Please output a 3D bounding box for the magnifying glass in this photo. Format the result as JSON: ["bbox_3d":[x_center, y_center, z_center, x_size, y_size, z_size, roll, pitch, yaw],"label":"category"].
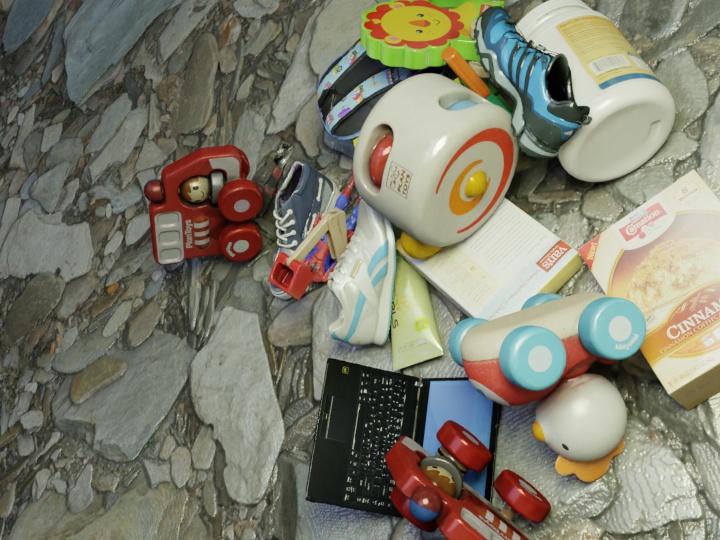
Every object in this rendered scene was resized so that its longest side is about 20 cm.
[{"bbox_3d":[0.166,-0.209,1.061,0.022,0.200,0.080,-43,38,8],"label":"magnifying glass"}]

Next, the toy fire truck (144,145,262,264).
[{"bbox_3d":[-0.245,-0.098,1.299,0.167,0.201,0.112,-10,46,-17],"label":"toy fire truck"}]

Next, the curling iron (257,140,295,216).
[{"bbox_3d":[-0.134,-0.134,1.294,0.200,0.025,0.050,121,173,-58],"label":"curling iron"}]

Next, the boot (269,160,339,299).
[{"bbox_3d":[-0.106,-0.063,1.266,0.072,0.090,0.201,12,76,39],"label":"boot"}]

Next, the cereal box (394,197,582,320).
[{"bbox_3d":[0.156,-0.020,1.056,0.144,0.040,0.200,-43,54,-4],"label":"cereal box"}]

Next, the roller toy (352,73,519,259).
[{"bbox_3d":[0.094,-0.127,1.007,0.200,0.183,0.140,-48,55,-7],"label":"roller toy"}]

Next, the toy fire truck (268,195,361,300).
[{"bbox_3d":[-0.026,-0.041,1.162,0.049,0.141,0.201,28,87,41],"label":"toy fire truck"}]

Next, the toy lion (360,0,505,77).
[{"bbox_3d":[0.099,-0.324,1.104,0.190,0.069,0.201,8,43,9],"label":"toy lion"}]

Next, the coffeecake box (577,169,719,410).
[{"bbox_3d":[0.352,0.019,0.896,0.153,0.073,0.201,-37,51,18],"label":"coffeecake box"}]

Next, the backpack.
[{"bbox_3d":[0.041,-0.262,1.222,0.199,0.134,0.183,-34,53,18],"label":"backpack"}]

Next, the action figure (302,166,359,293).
[{"bbox_3d":[-0.040,-0.053,1.233,0.065,0.052,0.201,29,89,1],"label":"action figure"}]

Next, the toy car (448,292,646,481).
[{"bbox_3d":[0.210,0.137,0.891,0.176,0.184,0.201,-18,93,-13],"label":"toy car"}]

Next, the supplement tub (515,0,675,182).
[{"bbox_3d":[0.273,-0.223,1.023,0.144,0.144,0.201,-35,52,18],"label":"supplement tub"}]

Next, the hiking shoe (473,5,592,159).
[{"bbox_3d":[0.198,-0.227,0.950,0.087,0.074,0.201,-40,64,44],"label":"hiking shoe"}]

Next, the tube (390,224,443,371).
[{"bbox_3d":[0.065,0.029,1.125,0.058,0.052,0.201,118,149,-61],"label":"tube"}]

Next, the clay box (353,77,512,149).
[{"bbox_3d":[0.104,-0.183,1.151,0.199,0.115,0.048,-27,56,25],"label":"clay box"}]

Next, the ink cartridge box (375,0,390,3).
[{"bbox_3d":[0.118,-0.498,1.311,0.144,0.084,0.201,-1,69,37],"label":"ink cartridge box"}]

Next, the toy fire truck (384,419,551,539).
[{"bbox_3d":[0.109,0.252,0.881,0.200,0.168,0.112,39,94,9],"label":"toy fire truck"}]

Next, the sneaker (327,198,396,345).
[{"bbox_3d":[0.000,0.000,1.113,0.076,0.080,0.202,-158,70,-77],"label":"sneaker"}]

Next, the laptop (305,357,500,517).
[{"bbox_3d":[0.052,0.202,1.011,0.103,0.199,0.178,135,147,-65],"label":"laptop"}]
